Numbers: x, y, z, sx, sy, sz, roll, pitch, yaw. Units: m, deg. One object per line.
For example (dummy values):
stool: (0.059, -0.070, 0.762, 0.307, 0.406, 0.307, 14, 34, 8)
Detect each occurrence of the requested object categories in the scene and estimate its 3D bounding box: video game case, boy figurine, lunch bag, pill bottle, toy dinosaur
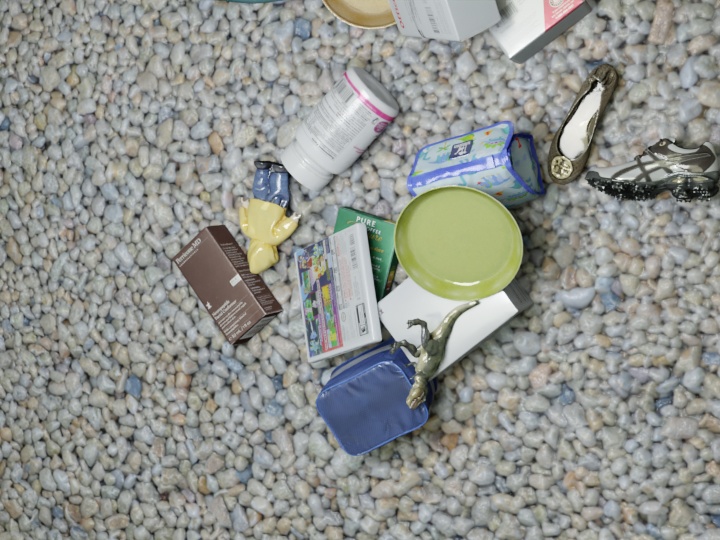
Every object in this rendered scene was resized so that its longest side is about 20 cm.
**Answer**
video game case: (-0.041, 0.041, 1.736, 0.182, 0.023, 0.202, -22, 71, 47)
boy figurine: (-0.161, -0.092, 1.826, 0.123, 0.064, 0.202, 10, 99, 22)
lunch bag: (0.026, 0.212, 1.738, 0.199, 0.132, 0.136, -27, 100, 22)
pill bottle: (-0.038, -0.237, 1.734, 0.200, 0.113, 0.114, -45, 77, 20)
toy dinosaur: (0.102, 0.118, 1.616, 0.088, 0.047, 0.201, 24, 102, -13)
lunch bag: (0.180, -0.153, 1.602, 0.169, 0.200, 0.128, -15, 89, 24)

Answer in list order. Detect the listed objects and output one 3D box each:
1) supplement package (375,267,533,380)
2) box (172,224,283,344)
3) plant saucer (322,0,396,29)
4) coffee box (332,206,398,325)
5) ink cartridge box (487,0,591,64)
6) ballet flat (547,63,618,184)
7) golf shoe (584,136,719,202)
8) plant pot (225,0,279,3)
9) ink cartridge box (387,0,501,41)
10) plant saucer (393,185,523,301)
supplement package: (0.152, 0.058, 1.680, 0.200, 0.111, 0.156, -40, 79, 21)
box: (-0.242, 0.025, 1.867, 0.100, 0.075, 0.200, -41, 77, 21)
plant saucer: (0.021, -0.505, 1.708, 0.199, 0.035, 0.202, 1, 99, 7)
coffee box: (0.000, 0.000, 1.775, 0.122, 0.044, 0.202, 17, 101, 23)
ink cartridge box: (0.246, -0.452, 1.610, 0.145, 0.083, 0.201, -35, 81, 21)
ballet flat: (0.347, -0.230, 1.607, 0.067, 0.046, 0.201, 30, 105, 19)
golf shoe: (0.447, -0.157, 1.566, 0.199, 0.078, 0.095, 4, 79, 21)
plant pot: (-0.167, -0.541, 1.729, 0.187, 0.200, 0.202, 14, 100, 6)
ink cartridge box: (0.115, -0.442, 1.586, 0.083, 0.200, 0.146, -30, 115, -15)
plant saucer: (0.150, -0.045, 1.561, 0.198, 0.031, 0.201, 7, 122, 12)
